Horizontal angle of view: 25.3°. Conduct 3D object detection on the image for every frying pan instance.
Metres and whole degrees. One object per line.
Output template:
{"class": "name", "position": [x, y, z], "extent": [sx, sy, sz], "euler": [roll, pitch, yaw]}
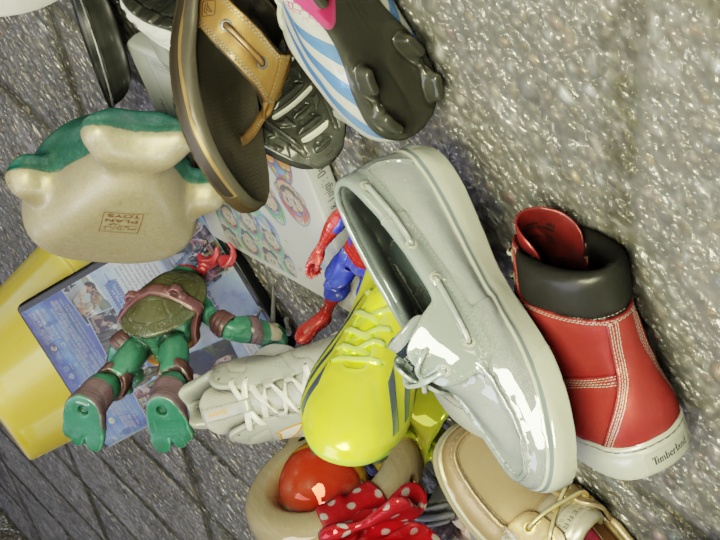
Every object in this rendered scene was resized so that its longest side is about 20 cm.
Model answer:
{"class": "frying pan", "position": [-0.206, -0.208, 1.175], "extent": [0.115, 0.031, 0.192], "euler": [109, 141, -74]}

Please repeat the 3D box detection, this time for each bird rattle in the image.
{"class": "bird rattle", "position": [-0.004, 0.155, 1.103], "extent": [0.162, 0.201, 0.113], "euler": [-10, 127, 30]}

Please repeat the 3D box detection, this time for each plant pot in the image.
{"class": "plant pot", "position": [-0.257, 0.064, 1.445], "extent": [0.201, 0.188, 0.201], "euler": [48, 165, 17]}

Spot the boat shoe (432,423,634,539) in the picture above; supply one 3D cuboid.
{"class": "boat shoe", "position": [0.133, 0.168, 1.026], "extent": [0.200, 0.074, 0.069], "euler": [43, 155, -1]}

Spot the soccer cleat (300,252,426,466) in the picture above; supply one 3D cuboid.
{"class": "soccer cleat", "position": [0.014, 0.029, 0.902], "extent": [0.064, 0.201, 0.084], "euler": [15, 127, 11]}

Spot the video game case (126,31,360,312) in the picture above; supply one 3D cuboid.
{"class": "video game case", "position": [-0.076, -0.070, 1.137], "extent": [0.199, 0.024, 0.183], "euler": [27, 147, 46]}

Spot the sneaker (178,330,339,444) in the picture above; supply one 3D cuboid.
{"class": "sneaker", "position": [-0.051, 0.085, 1.046], "extent": [0.199, 0.091, 0.077], "euler": [-18, 86, 60]}

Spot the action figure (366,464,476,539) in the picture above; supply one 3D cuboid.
{"class": "action figure", "position": [0.043, 0.183, 1.223], "extent": [0.199, 0.069, 0.131], "euler": [38, 149, 26]}

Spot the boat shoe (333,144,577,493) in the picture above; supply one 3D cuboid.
{"class": "boat shoe", "position": [0.044, 0.031, 0.843], "extent": [0.202, 0.071, 0.070], "euler": [65, 155, 15]}

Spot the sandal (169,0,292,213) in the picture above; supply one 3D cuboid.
{"class": "sandal", "position": [-0.064, -0.134, 0.892], "extent": [0.054, 0.202, 0.082], "euler": [-3, 174, 25]}

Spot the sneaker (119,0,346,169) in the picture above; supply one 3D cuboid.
{"class": "sneaker", "position": [-0.071, -0.125, 0.998], "extent": [0.200, 0.074, 0.080], "euler": [45, 167, 34]}

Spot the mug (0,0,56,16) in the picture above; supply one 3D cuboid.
{"class": "mug", "position": [-0.255, -0.280, 1.031], "extent": [0.186, 0.149, 0.154], "euler": [38, 147, 16]}

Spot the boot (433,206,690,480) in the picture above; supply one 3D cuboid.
{"class": "boot", "position": [0.091, 0.025, 0.900], "extent": [0.199, 0.072, 0.145], "euler": [11, 128, 57]}

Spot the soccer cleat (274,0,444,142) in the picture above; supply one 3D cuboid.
{"class": "soccer cleat", "position": [-0.026, -0.155, 0.849], "extent": [0.086, 0.070, 0.201], "euler": [21, 142, 54]}

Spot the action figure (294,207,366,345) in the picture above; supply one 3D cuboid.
{"class": "action figure", "position": [0.000, 0.000, 1.037], "extent": [0.065, 0.052, 0.201], "euler": [37, 145, 13]}

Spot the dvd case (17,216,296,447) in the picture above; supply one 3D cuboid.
{"class": "dvd case", "position": [-0.169, 0.045, 1.319], "extent": [0.143, 0.199, 0.018], "euler": [58, -158, -9]}

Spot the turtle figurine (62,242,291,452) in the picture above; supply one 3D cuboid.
{"class": "turtle figurine", "position": [-0.143, 0.055, 1.203], "extent": [0.149, 0.200, 0.101], "euler": [-18, 114, 25]}

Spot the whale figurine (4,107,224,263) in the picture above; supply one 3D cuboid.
{"class": "whale figurine", "position": [-0.171, -0.077, 1.137], "extent": [0.200, 0.157, 0.105], "euler": [126, 144, -65]}
